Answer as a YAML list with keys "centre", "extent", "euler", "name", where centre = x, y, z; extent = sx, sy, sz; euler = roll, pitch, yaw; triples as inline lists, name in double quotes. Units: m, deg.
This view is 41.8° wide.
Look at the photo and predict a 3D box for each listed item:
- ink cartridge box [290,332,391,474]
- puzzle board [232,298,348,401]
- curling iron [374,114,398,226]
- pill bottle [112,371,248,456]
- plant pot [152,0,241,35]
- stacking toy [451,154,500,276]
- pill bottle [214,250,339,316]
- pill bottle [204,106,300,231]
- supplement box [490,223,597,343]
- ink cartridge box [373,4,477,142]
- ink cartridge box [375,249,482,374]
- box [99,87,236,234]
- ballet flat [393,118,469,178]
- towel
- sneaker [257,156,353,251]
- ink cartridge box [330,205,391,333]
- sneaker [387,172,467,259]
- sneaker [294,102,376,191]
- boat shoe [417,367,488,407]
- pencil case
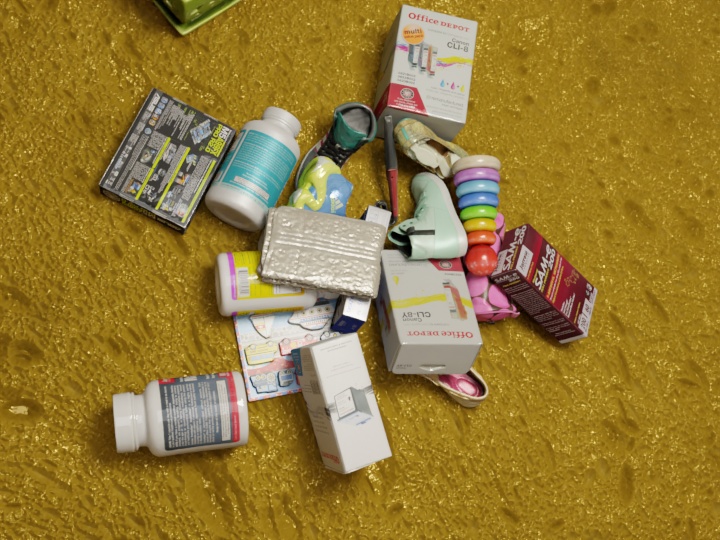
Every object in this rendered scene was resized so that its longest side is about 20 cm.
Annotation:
- centre: [-0.034, 0.209, 1.501]
  extent: [0.085, 0.146, 0.201]
  euler: [-17, 89, -18]
  name: "ink cartridge box"
- centre: [-0.104, 0.127, 1.585]
  extent: [0.199, 0.017, 0.152]
  euler: [-9, 79, -16]
  name: "puzzle board"
- centre: [0.047, -0.168, 1.632]
  extent: [0.049, 0.026, 0.201]
  euler: [-10, 114, -31]
  name: "curling iron"
- centre: [-0.280, 0.226, 1.465]
  extent: [0.199, 0.120, 0.120]
  euler: [-5, 78, -15]
  name: "pill bottle"
- centre: [-0.288, -0.535, 1.612]
  extent: [0.199, 0.181, 0.200]
  euler: [-38, 88, -18]
  name: "plant pot"
- centre: [0.204, -0.090, 1.602]
  extent: [0.085, 0.085, 0.201]
  euler: [-1, 79, -13]
  name: "stacking toy"
- centre: [-0.137, 0.017, 1.557]
  extent: [0.199, 0.104, 0.105]
  euler: [-4, 78, -14]
  name: "pill bottle"
- centre: [-0.173, -0.175, 1.590]
  extent: [0.110, 0.111, 0.201]
  euler: [27, 73, -6]
  name: "pill bottle"
- centre: [0.322, 0.024, 1.638]
  extent: [0.200, 0.061, 0.109]
  euler: [40, 52, -24]
  name: "supplement box"
- centre: [0.112, -0.341, 1.678]
  extent: [0.144, 0.145, 0.201]
  euler: [11, 74, -9]
  name: "ink cartridge box"
- centre: [0.109, 0.067, 1.573]
  extent: [0.144, 0.084, 0.201]
  euler: [1, 50, -14]
  name: "ink cartridge box"
- centre: [-0.324, -0.185, 1.593]
  extent: [0.160, 0.044, 0.201]
  euler: [26, 73, -7]
  name: "box"
- centre: [0.133, -0.198, 1.647]
  extent: [0.200, 0.070, 0.071]
  euler: [27, 68, -44]
  name: "ballet flat"
- centre: [-0.062, -0.028, 1.517]
  extent: [0.199, 0.035, 0.133]
  euler: [11, 66, -7]
  name: "towel"
- centre: [-0.085, -0.089, 1.593]
  extent: [0.105, 0.076, 0.200]
  euler: [33, 101, -19]
  name: "sneaker"
- centre: [0.000, 0.000, 1.590]
  extent: [0.044, 0.094, 0.201]
  euler: [17, 68, -9]
  name: "ink cartridge box"
- centre: [0.096, -0.097, 1.617]
  extent: [0.118, 0.074, 0.201]
  euler: [-6, 45, -17]
  name: "sneaker"
- centre: [-0.037, -0.214, 1.626]
  extent: [0.083, 0.121, 0.200]
  euler: [35, 72, -3]
  name: "sneaker"
- centre: [0.137, 0.158, 1.605]
  extent: [0.200, 0.069, 0.074]
  euler: [34, 72, -4]
  name: "boat shoe"
- centre: [0.224, -0.010, 1.657]
  extent: [0.093, 0.091, 0.201]
  euler: [-2, 75, -7]
  name: "pencil case"
